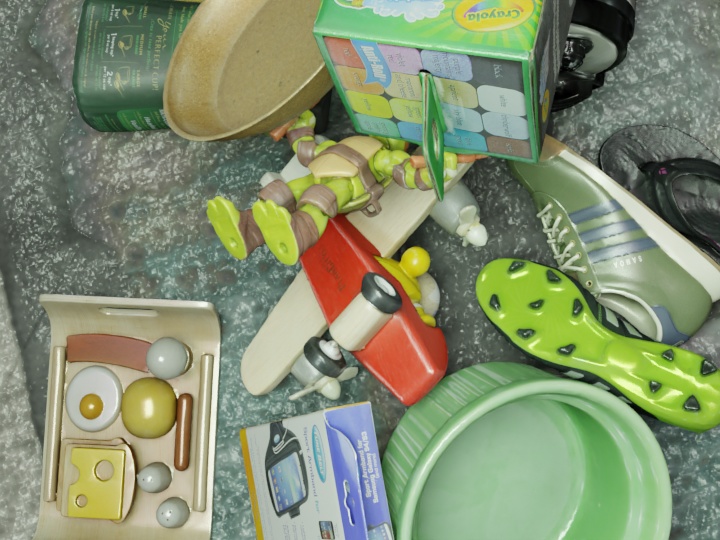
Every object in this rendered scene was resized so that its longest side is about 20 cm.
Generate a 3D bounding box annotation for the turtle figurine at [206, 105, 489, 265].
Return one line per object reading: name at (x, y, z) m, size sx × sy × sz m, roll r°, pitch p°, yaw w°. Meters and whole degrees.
turtle figurine at (-0.022, -0.063, 0.739) m, size 0.198 × 0.065 × 0.161 m, roll 22°, pitch 46°, yaw 38°

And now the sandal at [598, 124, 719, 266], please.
sandal at (0.269, -0.044, 0.847) m, size 0.200 × 0.048 × 0.076 m, roll 39°, pitch 89°, yaw 8°

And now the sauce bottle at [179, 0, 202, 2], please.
sauce bottle at (-0.084, -0.241, 0.897) m, size 0.196 × 0.066 × 0.067 m, roll 4°, pitch 84°, yaw 3°

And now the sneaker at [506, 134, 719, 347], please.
sneaker at (0.174, -0.015, 0.843) m, size 0.199 × 0.067 × 0.090 m, roll 39°, pitch 85°, yaw 6°

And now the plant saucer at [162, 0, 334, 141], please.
plant saucer at (-0.053, -0.163, 0.769) m, size 0.198 × 0.035 × 0.203 m, roll -26°, pitch 44°, yaw 28°

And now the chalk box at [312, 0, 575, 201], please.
chalk box at (0.053, -0.144, 0.645) m, size 0.122 × 0.125 × 0.203 m, roll 11°, pitch 72°, yaw 15°

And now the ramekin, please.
ramekin at (0.106, 0.162, 0.784) m, size 0.196 × 0.098 × 0.204 m, roll -3°, pitch 101°, yaw -16°

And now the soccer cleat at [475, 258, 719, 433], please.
soccer cleat at (0.169, 0.059, 0.807) m, size 0.198 × 0.081 × 0.068 m, roll 30°, pitch 76°, yaw 22°

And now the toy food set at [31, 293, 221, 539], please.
toy food set at (-0.185, 0.123, 0.868) m, size 0.141 × 0.060 × 0.204 m, roll 2°, pitch 84°, yaw 5°

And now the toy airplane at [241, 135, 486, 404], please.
toy airplane at (0.000, 0.000, 0.833) m, size 0.198 × 0.140 × 0.203 m, roll -5°, pitch 70°, yaw 43°

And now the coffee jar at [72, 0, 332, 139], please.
coffee jar at (-0.118, -0.159, 0.879) m, size 0.196 × 0.085 × 0.106 m, roll 3°, pitch 77°, yaw 6°

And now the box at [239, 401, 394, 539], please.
box at (-0.029, 0.160, 0.785) m, size 0.041 × 0.199 × 0.121 m, roll -6°, pitch 82°, yaw -27°

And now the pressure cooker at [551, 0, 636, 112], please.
pressure cooker at (0.115, -0.217, 0.817) m, size 0.172 × 0.179 × 0.204 m, roll 3°, pitch 83°, yaw 3°
